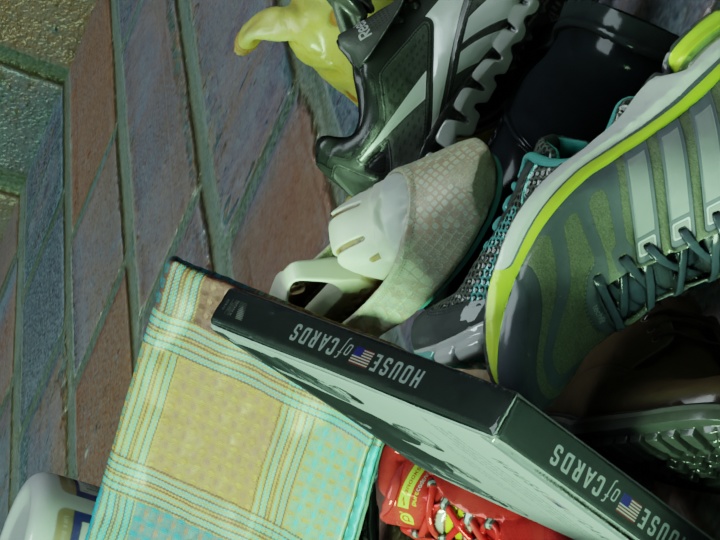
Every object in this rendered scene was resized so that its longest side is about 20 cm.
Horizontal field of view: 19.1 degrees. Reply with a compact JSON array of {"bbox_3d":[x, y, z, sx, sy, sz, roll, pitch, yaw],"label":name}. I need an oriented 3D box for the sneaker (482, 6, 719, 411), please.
[{"bbox_3d":[0.125,-0.020,0.854,0.081,0.074,0.200,33,78,34],"label":"sneaker"}]

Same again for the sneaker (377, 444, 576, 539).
[{"bbox_3d":[0.053,0.123,1.022,0.200,0.084,0.077,-149,77,-74],"label":"sneaker"}]

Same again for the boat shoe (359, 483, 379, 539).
[{"bbox_3d":[-0.028,0.194,1.223,0.066,0.074,0.201,13,86,64],"label":"boat shoe"}]

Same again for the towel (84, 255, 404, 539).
[{"bbox_3d":[-0.065,0.110,1.098,0.022,0.146,0.201,-15,-57,-67],"label":"towel"}]

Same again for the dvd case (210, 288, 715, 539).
[{"bbox_3d":[0.043,0.069,0.897,0.200,0.150,0.025,18,75,52],"label":"dvd case"}]

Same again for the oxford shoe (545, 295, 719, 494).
[{"bbox_3d":[0.126,0.047,0.897,0.085,0.072,0.200,-71,17,-8],"label":"oxford shoe"}]

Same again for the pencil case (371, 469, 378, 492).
[{"bbox_3d":[-0.054,0.157,1.161,0.078,0.089,0.201,-139,71,-80],"label":"pencil case"}]

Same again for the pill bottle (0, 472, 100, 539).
[{"bbox_3d":[-0.119,0.202,1.288,0.116,0.199,0.116,-161,90,-75],"label":"pill bottle"}]

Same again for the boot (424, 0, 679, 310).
[{"bbox_3d":[0.096,-0.040,1.065,0.200,0.076,0.169,-171,103,-80],"label":"boot"}]

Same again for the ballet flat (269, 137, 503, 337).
[{"bbox_3d":[0.000,0.000,1.081,0.200,0.062,0.068,-50,39,45],"label":"ballet flat"}]

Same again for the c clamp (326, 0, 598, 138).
[{"bbox_3d":[0.051,-0.180,1.174,0.201,0.170,0.027,-57,8,-14],"label":"c clamp"}]

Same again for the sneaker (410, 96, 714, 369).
[{"bbox_3d":[0.093,-0.015,0.988,0.200,0.077,0.092,-30,69,43],"label":"sneaker"}]

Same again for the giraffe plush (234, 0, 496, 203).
[{"bbox_3d":[0.041,-0.106,1.229,0.172,0.199,0.163,-40,67,37],"label":"giraffe plush"}]

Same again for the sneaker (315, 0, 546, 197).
[{"bbox_3d":[0.037,-0.120,1.112,0.066,0.090,0.201,-115,51,-84],"label":"sneaker"}]
